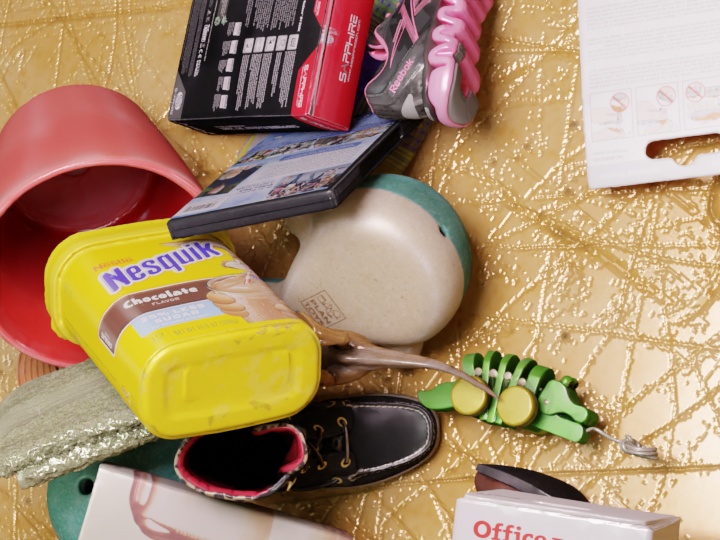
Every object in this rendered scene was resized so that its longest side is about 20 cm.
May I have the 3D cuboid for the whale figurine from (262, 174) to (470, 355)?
[{"bbox_3d":[0.000,0.000,1.644,0.200,0.104,0.159,-30,105,41],"label":"whale figurine"}]

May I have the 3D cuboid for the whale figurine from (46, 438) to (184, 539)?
[{"bbox_3d":[-0.167,0.156,1.695,0.200,0.104,0.160,-40,63,13],"label":"whale figurine"}]

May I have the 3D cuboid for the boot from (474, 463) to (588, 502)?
[{"bbox_3d":[0.127,0.261,1.555,0.188,0.068,0.201,29,101,22],"label":"boot"}]

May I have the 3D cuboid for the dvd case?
[{"bbox_3d":[-0.046,-0.078,1.617,0.142,0.200,0.018,-10,108,26],"label":"dvd case"}]

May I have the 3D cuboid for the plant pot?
[{"bbox_3d":[-0.220,-0.049,1.708,0.200,0.200,0.178,-42,33,14],"label":"plant pot"}]

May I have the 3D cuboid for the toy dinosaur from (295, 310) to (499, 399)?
[{"bbox_3d":[-0.005,0.064,1.581,0.199,0.106,0.061,-1,84,43],"label":"toy dinosaur"}]

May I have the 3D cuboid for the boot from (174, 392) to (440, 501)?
[{"bbox_3d":[-0.042,0.132,1.584,0.198,0.151,0.074,-3,87,5],"label":"boot"}]

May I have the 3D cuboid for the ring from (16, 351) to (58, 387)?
[{"bbox_3d":[-0.186,0.060,1.727,0.199,0.019,0.201,-13,45,13],"label":"ring"}]

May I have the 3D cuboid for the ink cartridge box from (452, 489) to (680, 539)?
[{"bbox_3d":[0.137,0.260,1.467,0.144,0.084,0.202,6,92,25],"label":"ink cartridge box"}]

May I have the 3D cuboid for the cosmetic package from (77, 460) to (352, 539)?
[{"bbox_3d":[-0.113,0.213,1.605,0.199,0.103,0.088,16,87,-5],"label":"cosmetic package"}]

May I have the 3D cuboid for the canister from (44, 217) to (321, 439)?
[{"bbox_3d":[-0.130,0.040,1.543,0.200,0.148,0.087,41,134,55],"label":"canister"}]

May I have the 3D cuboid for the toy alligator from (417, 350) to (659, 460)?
[{"bbox_3d":[0.136,0.095,1.573,0.199,0.059,0.055,11,84,29],"label":"toy alligator"}]

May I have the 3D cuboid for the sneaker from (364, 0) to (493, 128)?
[{"bbox_3d":[0.049,-0.197,1.650,0.095,0.079,0.201,-6,54,25],"label":"sneaker"}]

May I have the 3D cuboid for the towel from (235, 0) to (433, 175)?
[{"bbox_3d":[-0.004,-0.138,1.721,0.143,0.023,0.201,37,97,30],"label":"towel"}]

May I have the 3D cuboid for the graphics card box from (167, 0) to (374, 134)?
[{"bbox_3d":[-0.073,-0.176,1.711,0.199,0.051,0.126,2,79,50],"label":"graphics card box"}]

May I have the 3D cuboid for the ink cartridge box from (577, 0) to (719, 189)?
[{"bbox_3d":[0.246,-0.165,1.587,0.159,0.047,0.202,-6,81,26],"label":"ink cartridge box"}]

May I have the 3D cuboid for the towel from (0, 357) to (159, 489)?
[{"bbox_3d":[-0.188,0.097,1.616,0.199,0.149,0.037,-19,112,-2],"label":"towel"}]
